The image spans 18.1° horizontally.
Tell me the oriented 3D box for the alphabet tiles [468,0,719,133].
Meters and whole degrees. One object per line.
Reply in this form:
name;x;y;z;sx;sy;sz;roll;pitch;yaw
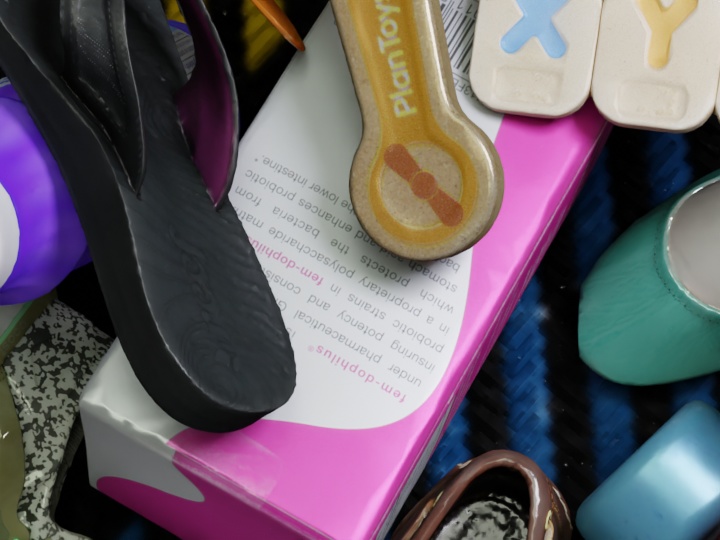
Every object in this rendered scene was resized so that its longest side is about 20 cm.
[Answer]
alphabet tiles;0.104;-0.141;0.710;0.198;0.015;0.197;9;85;13

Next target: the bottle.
bottle;-0.102;-0.034;0.734;0.083;0.200;0.066;-21;99;19

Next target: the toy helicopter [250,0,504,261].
toy helicopter;-0.006;-0.099;0.686;0.131;0.079;0.202;-13;87;13

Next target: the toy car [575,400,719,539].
toy car;0.143;0.113;0.640;0.184;0.200;0.177;46;121;10

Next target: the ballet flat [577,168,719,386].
ballet flat;0.163;-0.022;0.775;0.199;0.070;0.068;-22;72;-2

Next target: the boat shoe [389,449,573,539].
boat shoe;0.009;0.150;0.733;0.070;0.070;0.201;22;76;8

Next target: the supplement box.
supplement box;0.000;0.000;0.750;0.101;0.103;0.201;29;69;6

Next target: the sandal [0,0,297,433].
sandal;-0.062;-0.051;0.673;0.048;0.075;0.201;-34;74;31

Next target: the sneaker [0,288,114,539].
sneaker;-0.134;0.093;0.767;0.088;0.077;0.201;27;79;1
